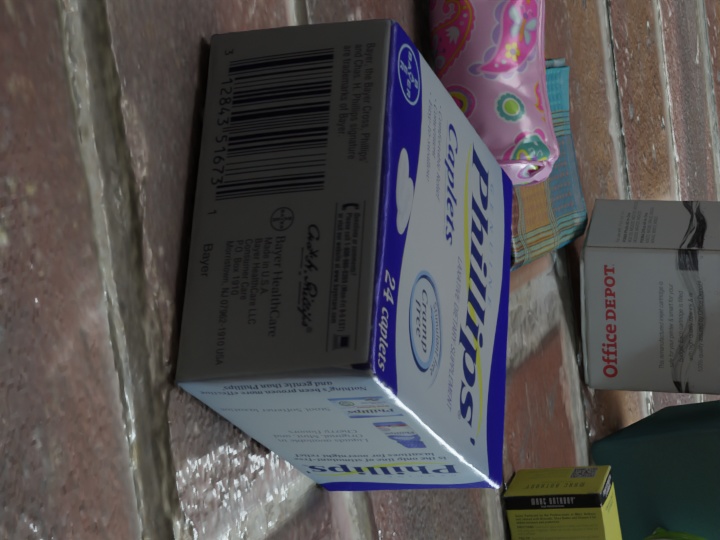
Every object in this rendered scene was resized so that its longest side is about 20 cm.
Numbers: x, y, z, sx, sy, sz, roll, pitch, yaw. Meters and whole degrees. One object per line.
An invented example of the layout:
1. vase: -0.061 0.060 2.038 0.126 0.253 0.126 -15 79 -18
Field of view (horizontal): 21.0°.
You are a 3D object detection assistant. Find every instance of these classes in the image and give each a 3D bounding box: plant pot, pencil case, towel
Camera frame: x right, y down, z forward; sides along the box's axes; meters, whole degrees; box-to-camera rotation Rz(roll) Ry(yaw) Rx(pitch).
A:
1. plant pot: 0.325 0.178 1.597 0.141 0.200 0.142 -17 90 -52
2. pencil case: 0.087 -0.156 1.281 0.087 0.087 0.201 22 66 -67
3. towel: 0.134 -0.084 1.475 0.200 0.022 0.147 -24 108 -68

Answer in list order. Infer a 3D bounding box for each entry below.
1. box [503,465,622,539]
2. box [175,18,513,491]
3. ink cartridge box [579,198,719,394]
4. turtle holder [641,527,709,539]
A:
1. box: 0.157 0.242 1.393 0.050 0.075 0.201 -43 124 -64
2. box: 0.000 0.000 0.987 0.200 0.105 0.185 45 45 -60
3. ink cartridge box: 0.282 0.022 1.571 0.083 0.199 0.146 -70 158 -53
4. turtle holder: 0.230 0.301 1.523 0.132 0.141 0.186 -16 140 -54
